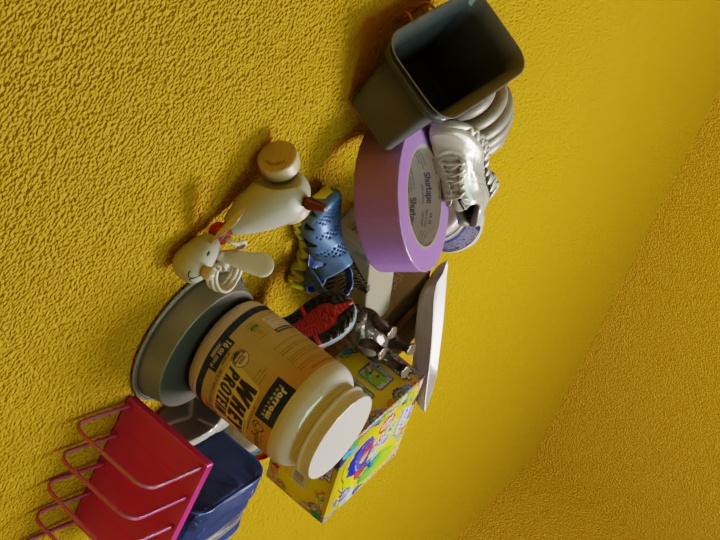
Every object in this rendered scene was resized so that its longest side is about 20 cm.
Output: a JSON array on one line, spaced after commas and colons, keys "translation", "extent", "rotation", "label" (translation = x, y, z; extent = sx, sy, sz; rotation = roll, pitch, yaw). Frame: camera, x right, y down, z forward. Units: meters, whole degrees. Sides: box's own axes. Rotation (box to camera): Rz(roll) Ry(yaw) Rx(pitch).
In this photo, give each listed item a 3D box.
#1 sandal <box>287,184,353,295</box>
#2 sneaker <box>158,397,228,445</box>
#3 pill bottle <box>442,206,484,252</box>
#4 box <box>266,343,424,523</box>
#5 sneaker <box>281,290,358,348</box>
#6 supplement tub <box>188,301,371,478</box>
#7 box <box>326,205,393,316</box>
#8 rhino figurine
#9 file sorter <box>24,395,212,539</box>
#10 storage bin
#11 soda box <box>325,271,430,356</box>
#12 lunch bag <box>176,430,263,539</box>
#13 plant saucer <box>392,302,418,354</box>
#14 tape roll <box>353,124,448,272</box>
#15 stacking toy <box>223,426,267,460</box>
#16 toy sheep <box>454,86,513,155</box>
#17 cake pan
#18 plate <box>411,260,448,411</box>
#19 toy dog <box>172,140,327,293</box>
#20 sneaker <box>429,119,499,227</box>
[{"translation": [-0.042, -0.031, 1.669], "extent": [0.079, 0.087, 0.201], "rotation": [-40, 154, -29], "label": "sandal"}, {"translation": [-0.205, 0.196, 1.682], "extent": [0.200, 0.070, 0.081], "rotation": [-35, 155, -45], "label": "sneaker"}, {"translation": [0.131, -0.089, 1.937], "extent": [0.112, 0.111, 0.200], "rotation": [-55, 160, 2], "label": "pill bottle"}, {"translation": [-0.025, 0.236, 1.892], "extent": [0.192, 0.122, 0.201], "rotation": [-38, 155, -39], "label": "box"}, {"translation": [-0.092, 0.097, 1.681], "extent": [0.198, 0.080, 0.096], "rotation": [-20, 166, 4], "label": "sneaker"}, {"translation": [-0.098, 0.148, 1.542], "extent": [0.144, 0.199, 0.145], "rotation": [-45, 158, -24], "label": "supplement tub"}, {"translation": [0.000, 0.000, 1.824], "extent": [0.068, 0.082, 0.201], "rotation": [-44, 156, -29], "label": "box"}, {"translation": [0.009, 0.085, 1.789], "extent": [0.060, 0.087, 0.200], "rotation": [-54, 146, -7], "label": "rhino figurine"}, {"translation": [-0.299, 0.282, 1.500], "extent": [0.125, 0.138, 0.201], "rotation": [-13, 135, -60], "label": "file sorter"}, {"translation": [0.082, -0.247, 1.565], "extent": [0.200, 0.146, 0.134], "rotation": [-37, -179, -41], "label": "storage bin"}, {"translation": [0.027, 0.060, 2.000], "extent": [0.200, 0.067, 0.064], "rotation": [-45, 158, -26], "label": "soda box"}, {"translation": [-0.233, 0.306, 1.693], "extent": [0.199, 0.135, 0.133], "rotation": [-23, 145, -56], "label": "lunch bag"}, {"translation": [0.039, 0.127, 2.059], "extent": [0.200, 0.035, 0.200], "rotation": [-43, -176, 4], "label": "plant saucer"}, {"translation": [0.058, -0.099, 1.675], "extent": [0.200, 0.065, 0.203], "rotation": [-1, 90, -66], "label": "tape roll"}, {"translation": [-0.162, 0.241, 1.855], "extent": [0.086, 0.085, 0.200], "rotation": [-51, 167, -9], "label": "stacking toy"}, {"translation": [0.156, -0.225, 1.755], "extent": [0.138, 0.137, 0.201], "rotation": [-49, 141, -15], "label": "toy sheep"}, {"translation": [-0.202, 0.088, 1.560], "extent": [0.200, 0.037, 0.201], "rotation": [-47, 159, -24], "label": "cake pan"}, {"translation": [0.107, 0.098, 1.972], "extent": [0.200, 0.032, 0.203], "rotation": [-51, 146, -75], "label": "plate"}, {"translation": [-0.115, -0.049, 1.438], "extent": [0.201, 0.096, 0.132], "rotation": [-56, 145, -3], "label": "toy dog"}, {"translation": [0.138, -0.133, 1.704], "extent": [0.200, 0.074, 0.082], "rotation": [56, 49, -52], "label": "sneaker"}]
